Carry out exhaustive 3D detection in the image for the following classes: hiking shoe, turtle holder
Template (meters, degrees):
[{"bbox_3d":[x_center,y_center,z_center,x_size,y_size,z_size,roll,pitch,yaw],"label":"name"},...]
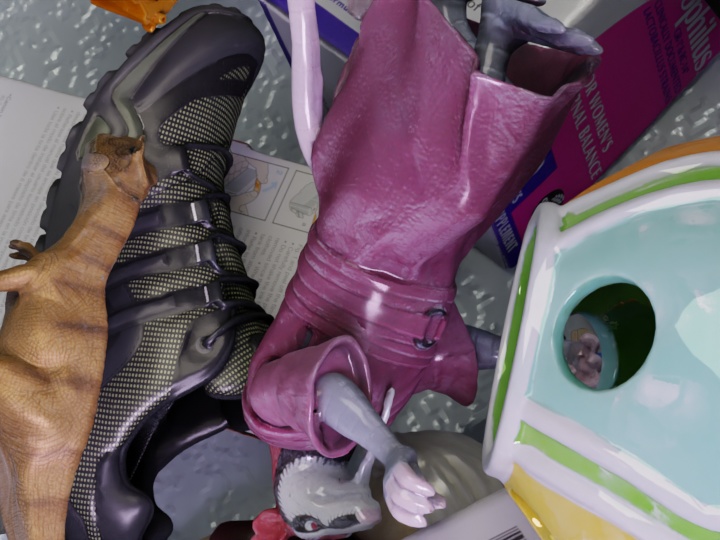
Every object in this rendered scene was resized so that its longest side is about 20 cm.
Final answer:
[{"bbox_3d":[-0.061,0.009,0.995,0.101,0.076,0.200,20,80,12],"label":"hiking shoe"},{"bbox_3d":[0.101,0.051,0.828,0.132,0.141,0.186,12,107,-2],"label":"turtle holder"}]

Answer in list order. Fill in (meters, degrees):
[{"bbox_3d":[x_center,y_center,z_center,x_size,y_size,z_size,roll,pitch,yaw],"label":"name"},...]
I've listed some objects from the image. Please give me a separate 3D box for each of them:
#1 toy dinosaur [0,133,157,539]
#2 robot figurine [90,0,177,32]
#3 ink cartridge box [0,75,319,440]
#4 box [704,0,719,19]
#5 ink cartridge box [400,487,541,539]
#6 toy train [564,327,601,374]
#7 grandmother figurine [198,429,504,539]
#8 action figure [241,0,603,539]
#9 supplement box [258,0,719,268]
[{"bbox_3d":[-0.105,0.046,0.923,0.106,0.060,0.200,2,77,11],"label":"toy dinosaur"},{"bbox_3d":[-0.061,-0.182,1.029,0.145,0.058,0.200,21,69,31],"label":"robot figurine"},{"bbox_3d":[-0.084,0.002,1.065,0.200,0.050,0.109,16,69,19],"label":"ink cartridge box"},{"bbox_3d":[0.193,-0.155,1.004,0.200,0.193,0.048,-49,27,-12],"label":"box"},{"bbox_3d":[0.093,0.131,0.890,0.200,0.084,0.146,-23,61,-25],"label":"ink cartridge box"},{"bbox_3d":[0.077,0.107,0.977,0.046,0.034,0.200,-5,62,8],"label":"toy train"},{"bbox_3d":[-0.034,0.123,0.982,0.200,0.061,0.121,-38,42,-6],"label":"grandmother figurine"},{"bbox_3d":[0.000,0.000,0.918,0.149,0.134,0.200,29,102,17],"label":"action figure"},{"bbox_3d":[0.076,-0.117,1.056,0.103,0.101,0.200,37,77,27],"label":"supplement box"}]
